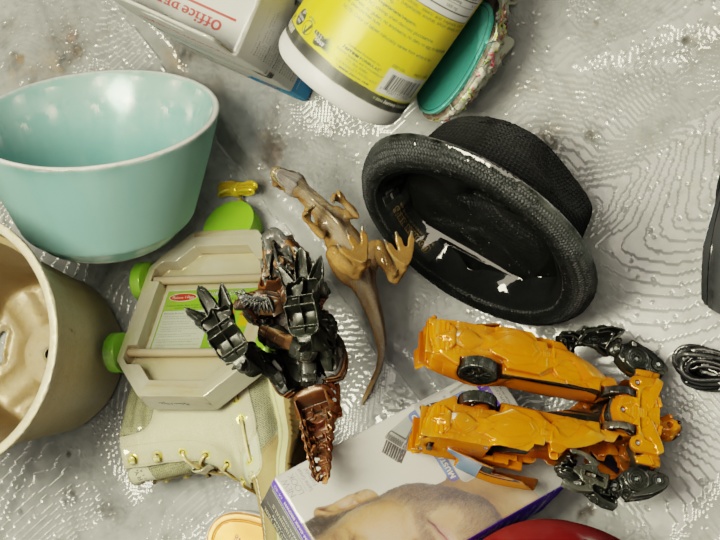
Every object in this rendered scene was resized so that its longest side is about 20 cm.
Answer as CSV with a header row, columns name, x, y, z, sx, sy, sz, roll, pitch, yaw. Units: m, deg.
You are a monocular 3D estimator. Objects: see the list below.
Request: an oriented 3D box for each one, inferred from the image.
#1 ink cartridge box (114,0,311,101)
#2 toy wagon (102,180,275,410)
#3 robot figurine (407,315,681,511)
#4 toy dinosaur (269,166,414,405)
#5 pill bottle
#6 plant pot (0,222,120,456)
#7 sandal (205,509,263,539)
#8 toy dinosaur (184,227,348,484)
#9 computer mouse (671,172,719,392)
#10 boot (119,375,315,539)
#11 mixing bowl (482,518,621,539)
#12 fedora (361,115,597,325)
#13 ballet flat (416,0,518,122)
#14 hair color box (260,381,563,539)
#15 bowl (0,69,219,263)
name,x,y,z,sx,sy,sz,roll,pitch,yaw
ink cartridge box,-0.109,-0.203,1.351,0.115,0.200,0.067,26,91,19
toy wagon,-0.116,0.018,1.384,0.154,0.040,0.201,-2,55,28
robot figurine,0.136,0.101,1.262,0.199,0.058,0.146,13,59,-10
toy dinosaur,0.000,0.000,1.332,0.060,0.106,0.201,-27,95,-23
pill bottle,0.035,-0.218,1.296,0.112,0.112,0.200,42,109,18
plant pot,-0.286,0.063,1.381,0.199,0.183,0.202,-2,83,19
sandal,-0.037,0.239,1.343,0.205,0.059,0.080,13,87,19
toy dinosaur,-0.042,0.052,1.250,0.102,0.136,0.200,-38,57,1
computer mouse,0.313,0.001,1.266,0.140,0.046,0.201,14,87,21
boot,-0.110,0.152,1.357,0.154,0.072,0.201,-18,58,16
mixing bowl,0.132,0.255,1.239,0.199,0.108,0.202,-4,113,-9
fedora,0.102,-0.052,1.304,0.200,0.201,0.092,24,59,20
ballet flat,0.099,-0.207,1.355,0.075,0.064,0.201,12,87,46
hair color box,0.040,0.164,1.272,0.199,0.065,0.110,-26,72,-23
bowl,-0.207,-0.077,1.389,0.199,0.201,0.106,6,120,19
